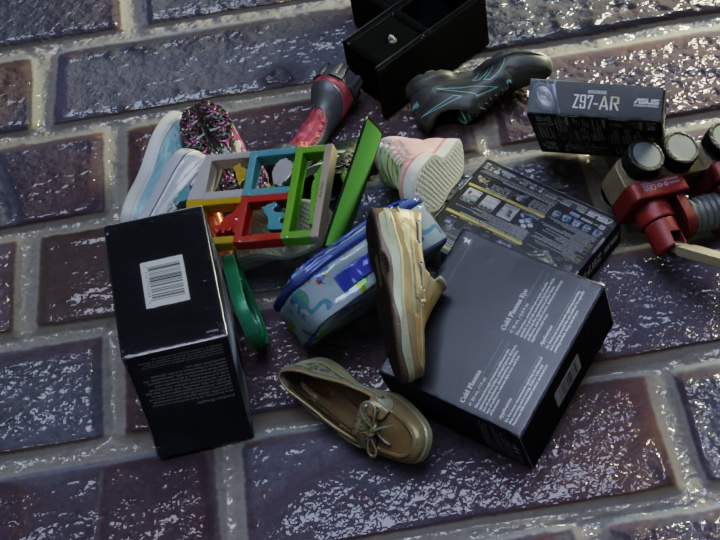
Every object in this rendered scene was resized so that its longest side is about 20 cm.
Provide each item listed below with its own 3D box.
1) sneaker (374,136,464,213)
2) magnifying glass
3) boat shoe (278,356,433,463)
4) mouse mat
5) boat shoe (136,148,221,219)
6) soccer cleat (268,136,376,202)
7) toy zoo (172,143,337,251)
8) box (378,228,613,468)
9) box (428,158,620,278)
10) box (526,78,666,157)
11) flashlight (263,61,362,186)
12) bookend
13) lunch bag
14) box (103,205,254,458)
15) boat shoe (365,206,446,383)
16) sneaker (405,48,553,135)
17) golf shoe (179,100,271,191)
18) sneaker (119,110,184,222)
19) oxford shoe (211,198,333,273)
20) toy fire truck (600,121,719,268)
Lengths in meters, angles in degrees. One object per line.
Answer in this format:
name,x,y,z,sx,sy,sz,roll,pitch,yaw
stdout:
sneaker,0.057,-0.121,1.808,0.105,0.075,0.200,3,19,18
magnifying glass,-0.152,0.003,1.728,0.022,0.080,0.200,-22,67,4
boat shoe,-0.008,0.160,1.614,0.200,0.073,0.063,25,15,35
mouse mat,-0.008,-0.101,1.729,0.008,0.200,0.161,19,92,5
boat shoe,-0.234,-0.055,1.792,0.065,0.074,0.200,20,90,35
soccer cleat,-0.030,-0.117,1.828,0.081,0.068,0.200,-3,22,46
toy zoo,-0.131,-0.085,1.717,0.200,0.020,0.131,-4,59,20
box,0.154,0.084,1.613,0.182,0.104,0.200,25,73,25
box,0.193,-0.038,1.768,0.200,0.049,0.161,27,58,27
box,0.294,-0.183,1.777,0.160,0.200,0.044,6,82,14
flashlight,-0.067,-0.192,1.919,0.068,0.068,0.200,27,55,8
bookend,0.039,-0.341,2.010,0.199,0.092,0.200,-37,54,-20
lunch bag,0.000,0.000,1.690,0.200,0.161,0.082,-35,85,-18
box,-0.205,0.070,1.647,0.123,0.198,0.200,-12,50,-4
boat shoe,0.059,0.022,1.574,0.076,0.072,0.200,-4,74,-14
sneaker,0.164,-0.235,1.930,0.200,0.075,0.079,-15,64,5
golf shoe,-0.176,-0.136,1.878,0.073,0.092,0.200,-28,57,-8
sneaker,-0.246,-0.120,1.898,0.082,0.074,0.200,12,62,9
oxford shoe,-0.114,-0.040,1.775,0.200,0.058,0.075,-18,80,27
toy fire truck,0.407,-0.068,1.707,0.176,0.129,0.200,-13,67,-20
